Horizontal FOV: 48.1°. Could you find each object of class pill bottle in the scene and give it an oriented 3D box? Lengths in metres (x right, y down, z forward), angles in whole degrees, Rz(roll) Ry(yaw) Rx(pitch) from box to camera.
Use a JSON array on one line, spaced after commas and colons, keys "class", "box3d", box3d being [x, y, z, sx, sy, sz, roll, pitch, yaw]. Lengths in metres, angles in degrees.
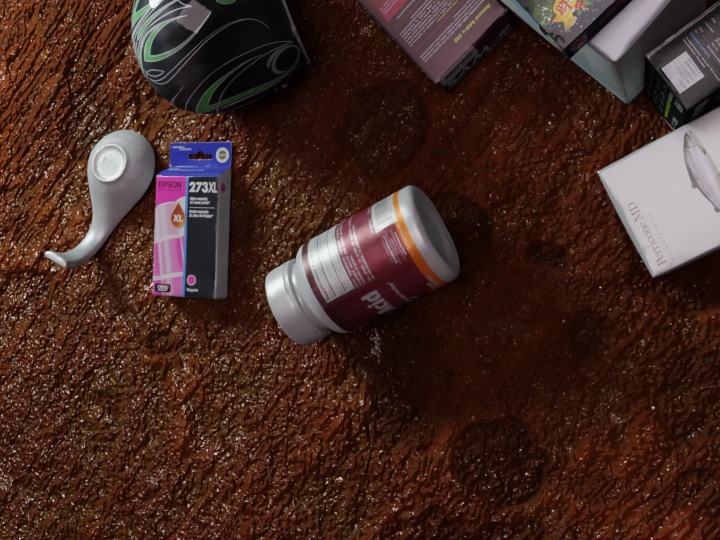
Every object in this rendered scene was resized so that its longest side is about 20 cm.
[{"class": "pill bottle", "box3d": [0.000, 0.000, 0.902, 0.199, 0.114, 0.115, -28, 81, 19]}]

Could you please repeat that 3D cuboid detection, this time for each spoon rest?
[{"class": "spoon rest", "box3d": [-0.343, -0.094, 1.072, 0.099, 0.061, 0.201, 29, 87, 17]}]

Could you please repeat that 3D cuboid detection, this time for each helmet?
[{"class": "helmet", "box3d": [-0.171, -0.277, 0.938, 0.190, 0.200, 0.201, -21, 83, 3]}]

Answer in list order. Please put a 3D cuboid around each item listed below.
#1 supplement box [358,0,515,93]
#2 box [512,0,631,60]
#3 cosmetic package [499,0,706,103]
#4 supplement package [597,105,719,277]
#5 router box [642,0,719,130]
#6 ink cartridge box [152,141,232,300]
[{"class": "supplement box", "box3d": [0.066, -0.310, 0.904, 0.109, 0.061, 0.200, -43, 75, 17]}, {"class": "box", "box3d": [0.197, -0.293, 0.651, 0.200, 0.038, 0.137, -43, 75, 16]}, {"class": "cosmetic package", "box3d": [0.215, -0.282, 0.772, 0.199, 0.200, 0.123, 44, 104, 16]}, {"class": "supplement package", "box3d": [0.346, -0.088, 0.767, 0.199, 0.117, 0.117, -29, 81, 19]}, {"class": "router box", "box3d": [0.336, -0.199, 0.725, 0.150, 0.200, 0.062, -38, 81, 18]}, {"class": "ink cartridge box", "box3d": [-0.214, -0.065, 1.028, 0.094, 0.037, 0.202, 3, 89, 21]}]
